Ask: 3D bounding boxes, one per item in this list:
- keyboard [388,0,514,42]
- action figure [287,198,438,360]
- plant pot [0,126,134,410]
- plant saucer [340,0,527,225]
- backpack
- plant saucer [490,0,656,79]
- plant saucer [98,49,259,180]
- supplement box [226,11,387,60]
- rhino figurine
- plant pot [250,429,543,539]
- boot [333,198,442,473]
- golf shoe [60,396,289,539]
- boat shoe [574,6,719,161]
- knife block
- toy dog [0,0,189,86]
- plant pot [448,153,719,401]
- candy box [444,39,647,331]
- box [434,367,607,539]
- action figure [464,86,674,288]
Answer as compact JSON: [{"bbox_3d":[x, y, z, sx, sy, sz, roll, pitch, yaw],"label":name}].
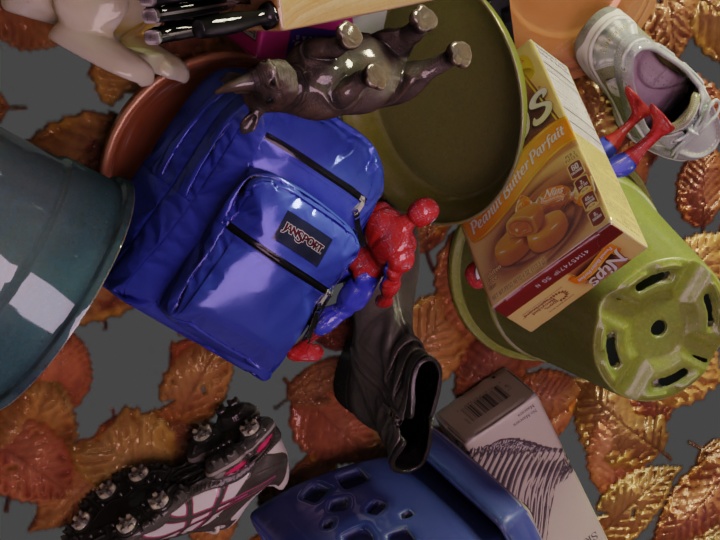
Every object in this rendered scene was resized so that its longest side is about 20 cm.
[{"bbox_3d":[0.068,-0.187,1.511,0.104,0.040,0.200,-10,122,2],"label":"keyboard"},{"bbox_3d":[0.000,0.000,1.500,0.052,0.065,0.200,-8,156,-37],"label":"action figure"},{"bbox_3d":[-0.296,-0.031,1.356,0.196,0.200,0.200,33,94,-22],"label":"plant pot"},{"bbox_3d":[0.058,-0.134,1.456,0.031,0.200,0.200,-18,118,-40],"label":"plant saucer"},{"bbox_3d":[-0.074,-0.036,1.416,0.162,0.168,0.200,33,88,-35],"label":"backpack"},{"bbox_3d":[0.160,-0.247,1.552,0.200,0.032,0.200,-9,114,-20],"label":"plant saucer"},{"bbox_3d":[-0.109,-0.076,1.499,0.200,0.037,0.200,-9,113,-21],"label":"plant saucer"},{"bbox_3d":[-0.032,-0.258,1.425,0.101,0.103,0.200,3,110,-26],"label":"supplement box"},{"bbox_3d":[-0.022,-0.134,1.334,0.200,0.087,0.060,-16,84,-41],"label":"rhino figurine"},{"bbox_3d":[0.055,0.259,1.603,0.180,0.200,0.200,-37,128,-13],"label":"plant pot"},{"bbox_3d":[0.035,0.053,1.557,0.068,0.131,0.200,-3,111,-23],"label":"boot"},{"bbox_3d":[-0.145,0.192,1.568,0.200,0.077,0.088,-31,128,-8],"label":"golf shoe"},{"bbox_3d":[0.248,-0.143,1.596,0.074,0.065,0.202,-47,137,0],"label":"boat shoe"},{"bbox_3d":[-0.054,-0.187,1.299,0.200,0.064,0.176,43,67,-40],"label":"knife block"},{"bbox_3d":[-0.160,-0.252,1.366,0.194,0.140,0.200,29,100,15],"label":"toy dog"},{"bbox_3d":[0.202,0.017,1.582,0.200,0.190,0.200,-9,114,-21],"label":"plant pot"},{"bbox_3d":[0.130,-0.067,1.474,0.115,0.200,0.055,-37,138,22],"label":"candy box"},{"bbox_3d":[0.146,0.190,1.695,0.082,0.068,0.200,-34,119,-9],"label":"box"},{"bbox_3d":[0.156,-0.060,1.523,0.200,0.065,0.052,-47,129,3],"label":"action figure"}]
